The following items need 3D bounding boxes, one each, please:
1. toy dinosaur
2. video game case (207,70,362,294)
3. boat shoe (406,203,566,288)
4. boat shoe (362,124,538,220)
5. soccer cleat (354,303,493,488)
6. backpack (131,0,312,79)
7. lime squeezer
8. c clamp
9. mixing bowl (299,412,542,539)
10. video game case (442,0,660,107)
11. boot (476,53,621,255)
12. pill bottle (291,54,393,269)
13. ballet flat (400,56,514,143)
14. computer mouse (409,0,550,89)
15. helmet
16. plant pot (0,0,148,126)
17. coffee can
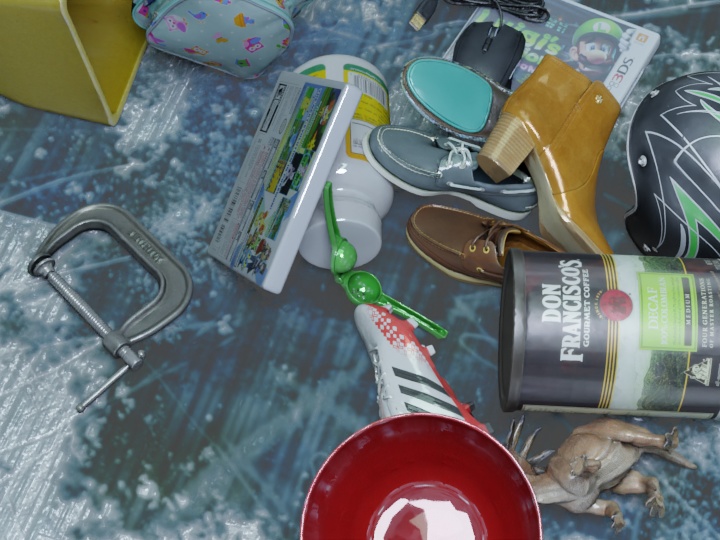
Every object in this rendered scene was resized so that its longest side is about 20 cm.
[{"bbox_3d":[0.200,0.167,1.311,0.198,0.087,0.135,-16,19,-26],"label":"toy dinosaur"},{"bbox_3d":[-0.076,-0.089,1.408,0.022,0.182,0.202,22,92,-25],"label":"video game case"},{"bbox_3d":[0.136,-0.022,1.441,0.199,0.068,0.072,25,62,19],"label":"boat shoe"},{"bbox_3d":[0.098,-0.108,1.452,0.198,0.062,0.073,18,54,-22],"label":"boat shoe"},{"bbox_3d":[0.040,0.113,1.361,0.085,0.069,0.200,-29,64,-18],"label":"soccer cleat"},{"bbox_3d":[-0.133,-0.308,1.543,0.174,0.200,0.155,18,49,-28],"label":"backpack"},{"bbox_3d":[0.000,0.000,1.402,0.038,0.201,0.070,-49,27,-23],"label":"lime squeezer"},{"bbox_3d":[-0.260,0.020,1.465,0.170,0.027,0.200,-34,61,-17],"label":"c clamp"},{"bbox_3d":[0.053,0.226,1.244,0.198,0.108,0.203,-1,77,6],"label":"mixing bowl"},{"bbox_3d":[0.198,-0.224,1.597,0.199,0.023,0.182,24,61,19],"label":"video game case"},{"bbox_3d":[0.217,-0.101,1.433,0.201,0.071,0.144,44,72,-13],"label":"boot"},{"bbox_3d":[-0.023,-0.107,1.482,0.111,0.113,0.202,-4,56,1],"label":"pill bottle"},{"bbox_3d":[0.127,-0.156,1.488,0.198,0.074,0.075,23,58,-7],"label":"ballet flat"},{"bbox_3d":[0.111,-0.244,1.574,0.139,0.046,0.201,19,60,13],"label":"computer mouse"},{"bbox_3d":[0.347,-0.090,1.396,0.198,0.191,0.202,-1,56,2],"label":"helmet"},{"bbox_3d":[-0.351,-0.298,1.590,0.198,0.195,0.197,7,57,15],"label":"plant pot"},{"bbox_3d":[0.228,0.058,1.328,0.198,0.147,0.148,2,56,0],"label":"coffee can"}]
